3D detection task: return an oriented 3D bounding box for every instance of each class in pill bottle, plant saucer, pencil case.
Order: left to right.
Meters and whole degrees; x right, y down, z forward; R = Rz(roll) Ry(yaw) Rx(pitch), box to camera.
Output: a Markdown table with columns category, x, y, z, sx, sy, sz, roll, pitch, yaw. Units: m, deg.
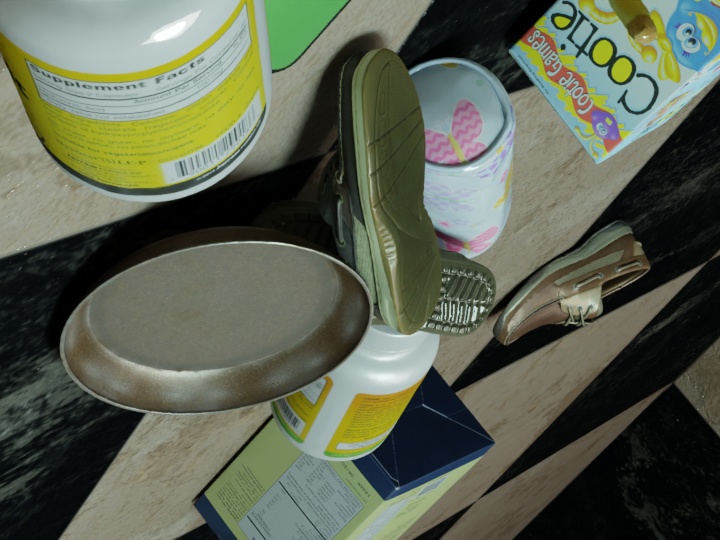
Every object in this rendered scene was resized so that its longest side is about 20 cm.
| category | x | y | z | sx | sy | sz | roll | pitch | yaw |
| --- | --- | --- | --- | --- | --- | --- | --- | --- | --- |
| pill bottle | -0.093 | -0.113 | 0.679 | 0.111 | 0.111 | 0.200 | -35 | 164 | -13 |
| plant saucer | -0.092 | 0.029 | 1.093 | 0.199 | 0.032 | 0.201 | -10 | 147 | -6 |
| pill bottle | 0.000 | 0.064 | 1.375 | 0.111 | 0.111 | 0.200 | -30 | 162 | -29 |
| pencil case | 0.061 | -0.075 | 1.190 | 0.200 | 0.090 | 0.083 | 80 | 27 | -73 |

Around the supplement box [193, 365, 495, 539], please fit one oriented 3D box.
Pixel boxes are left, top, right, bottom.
| category | x | y | z | sx | sy | sz | roll | pitch | yaw |
| --- | --- | --- | --- | --- | --- | --- | --- | --- | --- |
| supplement box | -0.014 | 0.198 | 1.671 | 0.200 | 0.134 | 0.200 | -48 | 162 | 28 |

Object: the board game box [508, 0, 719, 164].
| category | x | y | z | sx | sy | sz | roll | pitch | yaw |
| --- | --- | --- | --- | --- | --- | --- | --- | --- | --- |
| board game box | 0.212 | -0.180 | 1.145 | 0.105 | 0.103 | 0.200 | -30 | 170 | -45 |

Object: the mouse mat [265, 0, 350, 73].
| category | x | y | z | sx | sy | sz | roll | pitch | yaw |
| --- | --- | --- | --- | --- | --- | --- | --- | --- | --- |
| mouse mat | -0.039 | -0.160 | 0.866 | 0.161 | 0.008 | 0.200 | -46 | 162 | 22 |

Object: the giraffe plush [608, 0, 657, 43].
| category | x | y | z | sx | sy | sz | roll | pitch | yaw |
| --- | --- | --- | --- | --- | --- | --- | --- | --- | --- |
| giraffe plush | 0.193 | -0.237 | 0.930 | 0.199 | 0.173 | 0.162 | -9 | 141 | 18 |

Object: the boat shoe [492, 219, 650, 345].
| category | x | y | z | sx | sy | sz | roll | pitch | yaw |
| --- | --- | --- | --- | --- | --- | --- | --- | --- | --- |
| boat shoe | 0.232 | 0.023 | 1.862 | 0.200 | 0.072 | 0.076 | -35 | 164 | -14 |

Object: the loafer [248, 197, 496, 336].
| category | x | y | z | sx | sy | sz | roll | pitch | yaw |
| --- | --- | --- | --- | --- | --- | --- | --- | --- | --- |
| loafer | 0.000 | 0.000 | 1.190 | 0.199 | 0.067 | 0.076 | 20 | 95 | -32 |

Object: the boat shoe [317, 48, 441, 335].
| category | x | y | z | sx | sy | sz | roll | pitch | yaw |
| --- | --- | --- | --- | --- | --- | --- | --- | --- | --- |
| boat shoe | 0.003 | -0.048 | 1.081 | 0.072 | 0.066 | 0.201 | -49 | 140 | -41 |
